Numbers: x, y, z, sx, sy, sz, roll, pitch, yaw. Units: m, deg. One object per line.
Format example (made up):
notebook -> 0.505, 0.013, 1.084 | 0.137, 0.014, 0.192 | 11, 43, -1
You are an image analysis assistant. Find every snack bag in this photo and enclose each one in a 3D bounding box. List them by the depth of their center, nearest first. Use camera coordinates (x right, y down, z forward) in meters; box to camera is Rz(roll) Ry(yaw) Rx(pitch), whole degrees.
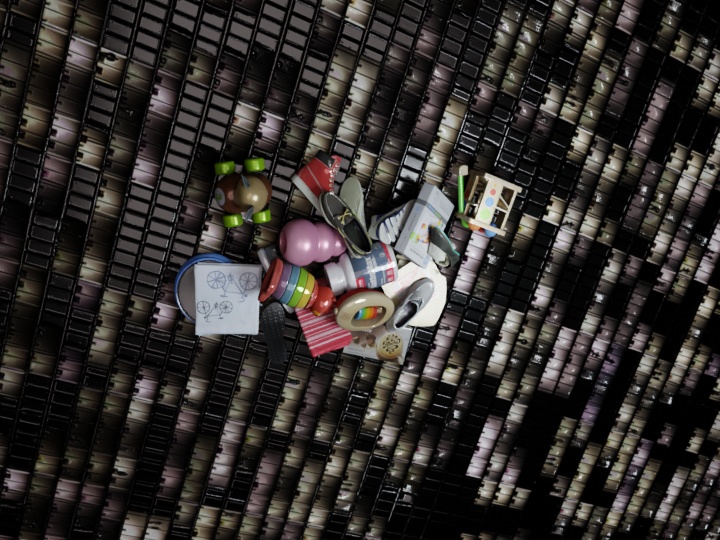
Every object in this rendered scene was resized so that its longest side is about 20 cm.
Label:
snack bag -> -0.363, 0.082, 1.522 | 0.181, 0.021, 0.208 | 1, 103, -12

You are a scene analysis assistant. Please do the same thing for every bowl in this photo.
bowl -> -0.418, 0.057, 1.536 | 0.192, 0.039, 0.209 | -3, 105, -11

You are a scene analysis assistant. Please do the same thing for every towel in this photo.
towel -> -0.113, 0.130, 1.555 | 0.141, 0.022, 0.206 | -15, 77, -35

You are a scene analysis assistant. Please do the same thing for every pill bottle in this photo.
pill bottle -> 0.000, 0.000, 1.565 | 0.193, 0.120, 0.124 | -19, 107, -9

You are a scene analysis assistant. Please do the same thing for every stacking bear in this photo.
stacking bear -> -0.160, 0.056, 1.484 | 0.195, 0.121, 0.117 | 25, 64, -18

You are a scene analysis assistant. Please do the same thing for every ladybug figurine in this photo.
ladybug figurine -> 0.005, 0.102, 1.526 | 0.195, 0.073, 0.138 | 5, 130, -39

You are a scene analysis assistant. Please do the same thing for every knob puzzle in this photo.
knob puzzle -> 0.173, 0.074, 1.662 | 0.211, 0.030, 0.229 | -1, 97, -11

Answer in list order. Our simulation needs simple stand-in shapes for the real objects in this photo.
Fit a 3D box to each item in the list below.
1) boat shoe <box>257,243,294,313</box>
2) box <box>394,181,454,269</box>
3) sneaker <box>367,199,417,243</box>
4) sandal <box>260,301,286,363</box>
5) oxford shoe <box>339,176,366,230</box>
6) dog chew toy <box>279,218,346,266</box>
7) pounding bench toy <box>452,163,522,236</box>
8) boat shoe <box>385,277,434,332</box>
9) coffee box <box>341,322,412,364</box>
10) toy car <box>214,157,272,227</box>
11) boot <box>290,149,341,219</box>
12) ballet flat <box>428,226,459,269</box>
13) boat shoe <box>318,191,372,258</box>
boat shoe -> -0.220, 0.020, 1.558 | 0.065, 0.070, 0.205 | -26, 100, -3
box -> 0.183, -0.123, 1.560 | 0.155, 0.040, 0.205 | 28, 88, -56
sneaker -> 0.088, -0.143, 1.575 | 0.197, 0.113, 0.083 | -32, 113, -34
sandal -> -0.250, 0.176, 1.605 | 0.072, 0.046, 0.207 | -4, 118, -5
oxford shoe -> -0.018, -0.157, 1.550 | 0.073, 0.057, 0.209 | -9, 83, 21
dog chew toy -> -0.124, -0.078, 1.526 | 0.193, 0.124, 0.130 | -2, 105, -29
pounding bench toy -> 0.329, -0.200, 1.586 | 0.194, 0.124, 0.161 | 18, 100, -15
boat shoe -> 0.152, 0.098, 1.596 | 0.198, 0.068, 0.073 | -38, 99, -18
coffee box -> 0.043, 0.195, 1.646 | 0.193, 0.080, 0.117 | 14, 100, -15
toy car -> -0.300, -0.192, 1.415 | 0.152, 0.200, 0.171 | -8, 106, -9
boot -> -0.077, -0.224, 1.507 | 0.144, 0.072, 0.201 | -42, 90, -1
ballet flat -> 0.236, -0.054, 1.585 | 0.069, 0.067, 0.199 | -53, 145, -1
boat shoe -> -0.035, -0.126, 1.457 | 0.071, 0.060, 0.204 | -41, 104, -22
